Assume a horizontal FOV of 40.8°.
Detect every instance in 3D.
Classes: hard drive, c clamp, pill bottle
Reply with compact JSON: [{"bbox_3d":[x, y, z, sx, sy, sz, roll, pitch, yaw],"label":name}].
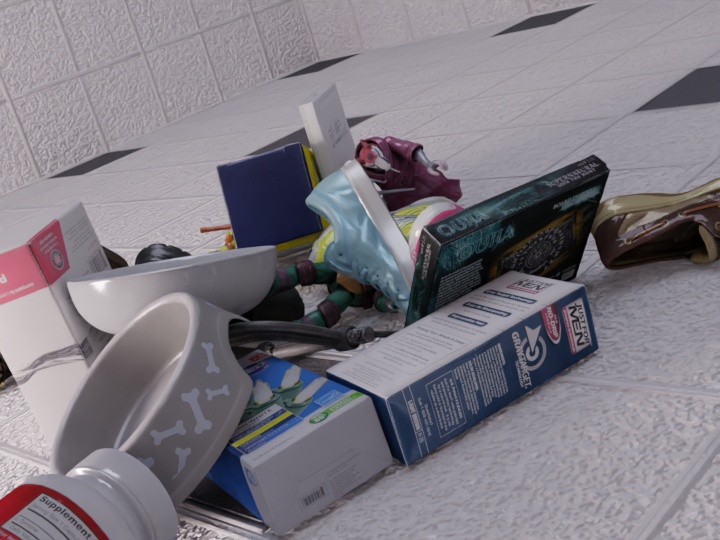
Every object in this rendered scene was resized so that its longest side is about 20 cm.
[{"bbox_3d":[-0.025,-0.130,1.243,0.026,0.203,0.132,-12,18,15],"label":"hard drive"},{"bbox_3d":[-0.068,0.070,0.893,0.198,0.028,0.169,-13,-16,43],"label":"c clamp"},{"bbox_3d":[-0.205,0.199,0.588,0.111,0.114,0.200,-5,21,34],"label":"pill bottle"}]

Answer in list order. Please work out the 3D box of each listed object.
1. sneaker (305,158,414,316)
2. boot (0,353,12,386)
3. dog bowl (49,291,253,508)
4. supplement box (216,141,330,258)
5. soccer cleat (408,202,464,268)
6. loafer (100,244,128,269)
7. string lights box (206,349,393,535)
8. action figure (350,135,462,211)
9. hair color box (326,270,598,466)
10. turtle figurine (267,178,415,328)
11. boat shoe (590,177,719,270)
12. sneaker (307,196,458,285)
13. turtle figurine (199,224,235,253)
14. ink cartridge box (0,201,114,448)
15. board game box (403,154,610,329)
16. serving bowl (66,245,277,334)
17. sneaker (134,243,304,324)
[{"bbox_3d":[0.011,-0.008,0.940,0.081,0.202,0.074,-31,-25,4],"label":"sneaker"},{"bbox_3d":[-0.396,0.098,1.145,0.149,0.074,0.200,-31,35,-16],"label":"boot"},{"bbox_3d":[-0.167,0.104,0.759,0.199,0.059,0.202,-37,30,26],"label":"dog bowl"},{"bbox_3d":[-0.094,-0.084,1.226,0.107,0.111,0.200,-15,-3,7],"label":"supplement box"},{"bbox_3d":[0.076,-0.027,0.898,0.070,0.086,0.200,-46,-27,6],"label":"soccer cleat"},{"bbox_3d":[-0.344,0.020,1.250,0.072,0.072,0.200,-60,-4,-24],"label":"loafer"},{"bbox_3d":[-0.072,0.127,0.760,0.102,0.060,0.199,-28,19,-25],"label":"string lights box"},{"bbox_3d":[0.046,-0.132,1.212,0.133,0.151,0.199,-32,-30,18],"label":"action figure"},{"bbox_3d":[0.083,0.071,0.772,0.198,0.061,0.100,-27,19,-24],"label":"hair color box"},{"bbox_3d":[0.000,0.000,1.016,0.198,0.101,0.150,-27,60,-22],"label":"turtle figurine"},{"bbox_3d":[0.312,-0.035,0.881,0.196,0.073,0.073,-6,49,4],"label":"boat shoe"},{"bbox_3d":[0.032,-0.035,1.118,0.197,0.076,0.076,-22,17,-7],"label":"sneaker"},{"bbox_3d":[-0.215,0.019,1.216,0.198,0.065,0.161,-31,26,-14],"label":"turtle figurine"},{"bbox_3d":[-0.295,0.053,0.969,0.082,0.203,0.147,-18,17,9],"label":"ink cartridge box"},{"bbox_3d":[0.129,-0.014,0.854,0.198,0.137,0.028,-23,51,-28],"label":"board game box"},{"bbox_3d":[-0.172,0.024,0.914,0.196,0.067,0.200,-9,4,1],"label":"serving bowl"},{"bbox_3d":[-0.158,0.038,1.038,0.196,0.077,0.091,11,40,5],"label":"sneaker"}]
